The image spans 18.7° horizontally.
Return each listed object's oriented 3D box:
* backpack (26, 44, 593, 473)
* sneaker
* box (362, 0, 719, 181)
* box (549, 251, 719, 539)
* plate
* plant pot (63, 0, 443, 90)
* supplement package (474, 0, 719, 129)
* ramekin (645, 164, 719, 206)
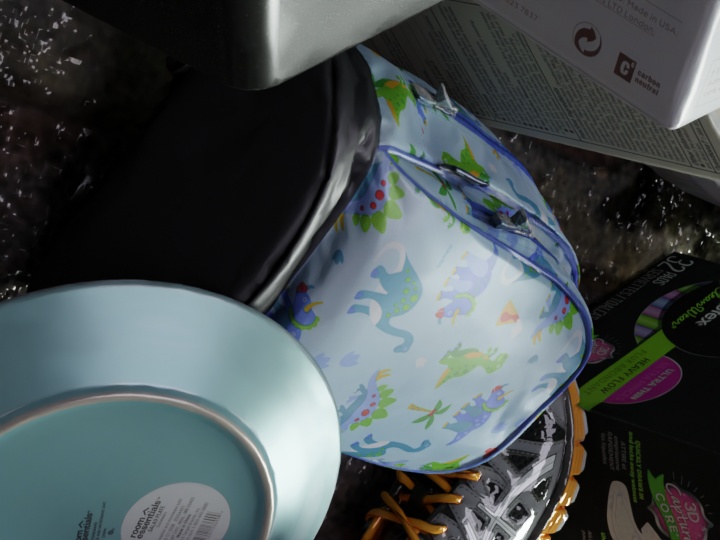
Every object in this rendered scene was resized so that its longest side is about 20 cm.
[{"bbox_3d":[0.000,0.000,0.857,0.163,0.154,0.200,-49,156,13],"label":"backpack"},{"bbox_3d":[0.041,0.110,0.982,0.077,0.078,0.201,7,99,-43],"label":"sneaker"},{"bbox_3d":[0.075,-0.106,0.849,0.078,0.200,0.095,-53,136,-20],"label":"box"},{"bbox_3d":[0.190,0.093,1.040,0.148,0.200,0.125,-32,125,-35],"label":"box"},{"bbox_3d":[-0.099,0.089,0.787,0.200,0.026,0.201,-11,129,-14],"label":"plate"},{"bbox_3d":[-0.036,-0.180,0.726,0.200,0.199,0.178,-32,136,-36],"label":"plant pot"},{"bbox_3d":[0.111,-0.166,0.652,0.117,0.117,0.200,-24,142,-42],"label":"supplement package"},{"bbox_3d":[0.197,-0.117,1.005,0.200,0.105,0.201,-2,97,-22],"label":"ramekin"}]
